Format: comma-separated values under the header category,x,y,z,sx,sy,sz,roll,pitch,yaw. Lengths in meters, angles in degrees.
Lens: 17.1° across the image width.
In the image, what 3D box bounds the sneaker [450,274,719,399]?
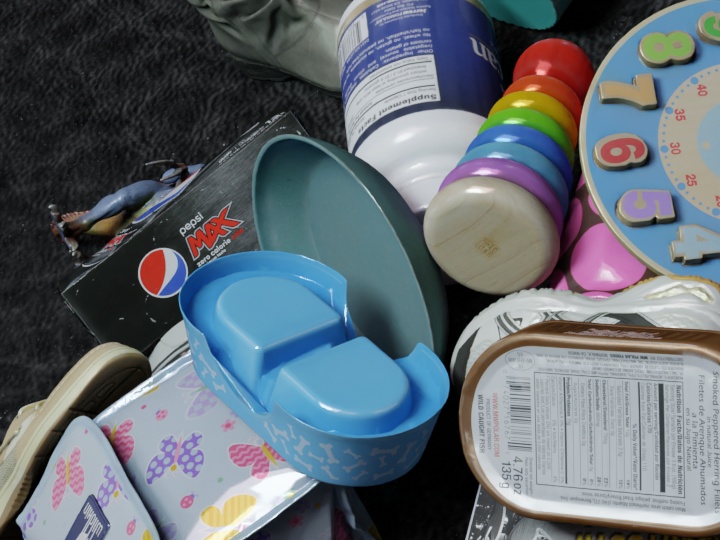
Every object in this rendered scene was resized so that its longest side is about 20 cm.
category,x,y,z,sx,sy,sz,roll,pitch,yaw
sneaker,0.126,0.060,1.396,0.199,0.076,0.088,-16,37,39

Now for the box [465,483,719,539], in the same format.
category,x,y,z,sx,sy,sz,roll,pitch,yaw
box,0.151,0.172,1.366,0.199,0.048,0.159,-4,57,36

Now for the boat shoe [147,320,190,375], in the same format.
category,x,y,z,sx,sy,sz,roll,pitch,yaw
boat shoe,-0.127,0.102,1.616,0.200,0.071,0.064,-45,47,17

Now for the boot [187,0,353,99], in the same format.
category,x,y,z,sx,sy,sz,roll,pitch,yaw
boot,-0.054,-0.189,1.729,0.199,0.131,0.068,7,64,40

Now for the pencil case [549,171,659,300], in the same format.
category,x,y,z,sx,sy,sz,roll,pitch,yaw
pencil case,0.177,-0.042,1.481,0.093,0.091,0.201,2,63,31

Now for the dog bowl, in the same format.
category,x,y,z,sx,sy,sz,roll,pitch,yaw
dog bowl,-0.031,0.061,1.463,0.111,0.050,0.200,-21,43,-32

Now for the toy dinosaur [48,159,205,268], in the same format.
category,x,y,z,sx,sy,sz,roll,pitch,yaw
toy dinosaur,-0.132,-0.059,1.729,0.181,0.105,0.200,-29,32,-9

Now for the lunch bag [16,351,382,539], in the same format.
category,x,y,z,sx,sy,sz,roll,pitch,yaw
lunch bag,-0.109,0.157,1.505,0.199,0.127,0.170,-33,43,-1

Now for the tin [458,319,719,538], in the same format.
category,x,y,z,sx,sy,sz,roll,pitch,yaw
tin,0.145,0.089,1.322,0.199,0.042,0.113,2,102,31

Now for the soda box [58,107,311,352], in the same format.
category,x,y,z,sx,sy,sz,roll,pitch,yaw
soda box,-0.108,-0.024,1.628,0.200,0.071,0.063,-39,10,-4

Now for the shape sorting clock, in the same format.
category,x,y,z,sx,sy,sz,roll,pitch,yaw
shape sorting clock,0.230,-0.077,1.432,0.199,0.039,0.201,2,67,-4

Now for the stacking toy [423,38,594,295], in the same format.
category,x,y,z,sx,sy,sz,roll,pitch,yaw
stacking toy,0.106,-0.078,1.501,0.085,0.086,0.200,-11,36,31

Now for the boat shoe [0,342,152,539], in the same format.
category,x,y,z,sx,sy,sz,roll,pitch,yaw
boat shoe,-0.209,0.117,1.588,0.200,0.072,0.065,-56,49,25

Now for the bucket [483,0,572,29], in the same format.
category,x,y,z,sx,sy,sz,roll,pitch,yaw
bucket,0.092,-0.269,1.637,0.207,0.207,0.135,22,77,44

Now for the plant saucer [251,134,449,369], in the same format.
category,x,y,z,sx,sy,sz,roll,pitch,yaw
plant saucer,0.000,0.000,1.528,0.036,0.201,0.200,-27,37,-25

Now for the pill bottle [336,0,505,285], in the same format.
category,x,y,z,sx,sy,sz,roll,pitch,yaw
pill bottle,0.046,-0.092,1.596,0.111,0.111,0.201,-24,48,21
